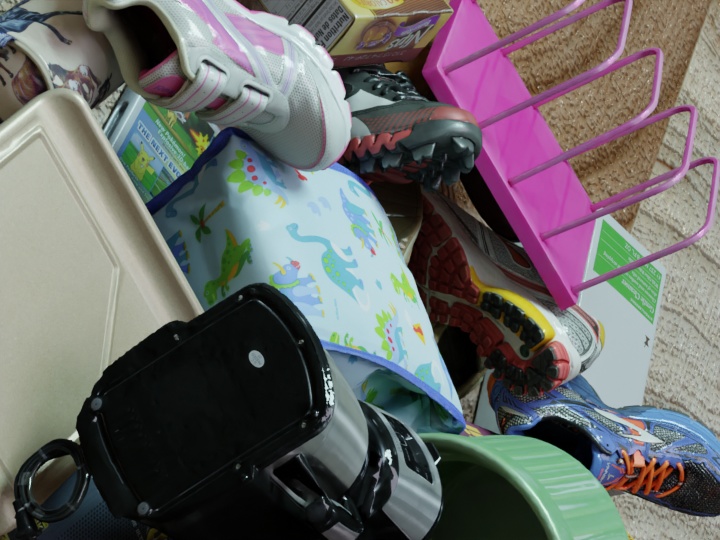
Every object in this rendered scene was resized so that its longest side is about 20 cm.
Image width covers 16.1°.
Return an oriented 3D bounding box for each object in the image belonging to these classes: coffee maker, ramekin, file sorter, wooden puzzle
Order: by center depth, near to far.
[{"bbox_3d":[-0.194,0.022,1.446,0.200,0.037,0.186,-42,112,-35],"label":"wooden puzzle"},{"bbox_3d":[-0.070,0.118,1.461,0.200,0.191,0.136,50,32,-56],"label":"coffee maker"},{"bbox_3d":[0.077,0.197,1.598,0.097,0.199,0.202,-6,88,-51],"label":"ramekin"},{"bbox_3d":[0.154,-0.107,1.762,0.201,0.125,0.139,58,24,-20],"label":"file sorter"}]

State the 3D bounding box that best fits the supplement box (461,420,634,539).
[{"bbox_3d":[0.099,0.190,1.790,0.200,0.103,0.131,23,21,-50],"label":"supplement box"}]

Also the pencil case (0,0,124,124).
[{"bbox_3d":[-0.171,-0.151,1.560,0.089,0.078,0.200,45,42,-1],"label":"pencil case"}]

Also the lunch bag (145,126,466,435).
[{"bbox_3d":[-0.028,0.023,1.608,0.199,0.127,0.171,13,48,-45],"label":"lunch bag"}]

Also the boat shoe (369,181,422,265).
[{"bbox_3d":[0.000,0.000,1.777,0.072,0.065,0.201,12,48,-6],"label":"boat shoe"}]

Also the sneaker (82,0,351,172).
[{"bbox_3d":[-0.093,-0.121,1.512,0.200,0.081,0.088,41,48,-13],"label":"sneaker"}]

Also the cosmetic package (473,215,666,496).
[{"bbox_3d":[0.162,0.066,1.961,0.107,0.084,0.201,38,53,-40],"label":"cosmetic package"}]

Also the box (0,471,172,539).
[{"bbox_3d":[-0.164,0.115,1.523,0.158,0.051,0.201,-39,115,-42],"label":"box"}]

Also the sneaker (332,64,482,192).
[{"bbox_3d":[0.012,-0.101,1.693,0.070,0.200,0.099,16,78,-33],"label":"sneaker"}]

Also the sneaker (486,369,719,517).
[{"bbox_3d":[0.179,0.134,1.817,0.199,0.076,0.079,22,33,-5],"label":"sneaker"}]

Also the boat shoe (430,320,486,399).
[{"bbox_3d":[0.065,0.062,1.848,0.200,0.063,0.074,-34,110,-51],"label":"boat shoe"}]

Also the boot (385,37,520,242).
[{"bbox_3d":[0.051,-0.125,1.825,0.200,0.068,0.189,27,43,-50],"label":"boot"}]

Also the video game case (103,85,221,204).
[{"bbox_3d":[-0.116,-0.008,1.654,0.200,0.022,0.183,53,45,-32],"label":"video game case"}]

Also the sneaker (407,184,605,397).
[{"bbox_3d":[0.094,0.011,1.821,0.082,0.078,0.200,-16,53,-42],"label":"sneaker"}]

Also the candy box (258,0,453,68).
[{"bbox_3d":[-0.039,-0.226,1.693,0.116,0.056,0.200,-12,62,-54],"label":"candy box"}]
